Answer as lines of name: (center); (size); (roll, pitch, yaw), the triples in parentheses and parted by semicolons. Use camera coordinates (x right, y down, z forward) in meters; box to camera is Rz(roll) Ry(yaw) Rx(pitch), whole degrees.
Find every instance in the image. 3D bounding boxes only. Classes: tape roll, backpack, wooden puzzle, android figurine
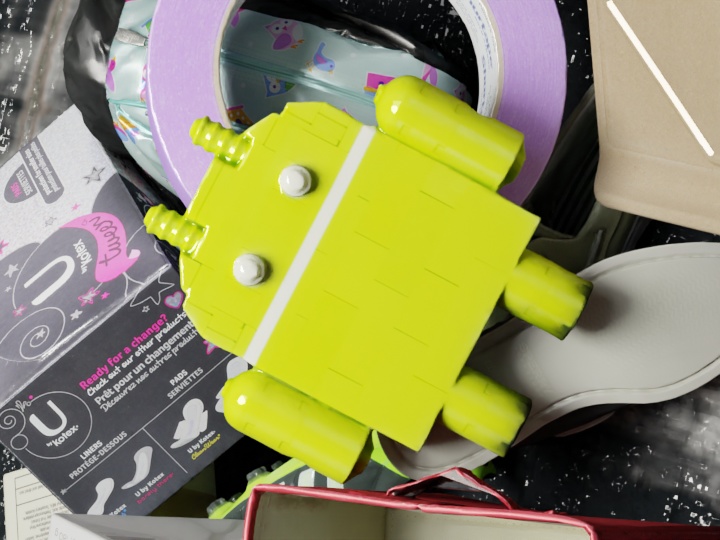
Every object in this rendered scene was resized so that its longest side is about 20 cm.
tape roll: (-0.004, -0.093, 1.361); (0.199, 0.066, 0.201); (0, 86, -4)
backpack: (-0.039, -0.083, 1.475); (0.199, 0.167, 0.127); (17, 91, 26)
wooden puzzle: (0.171, -0.115, 1.256); (0.185, 0.037, 0.201); (16, 114, 48)
android figurine: (0.000, 0.000, 1.302); (0.199, 0.041, 0.183); (29, 91, -3)

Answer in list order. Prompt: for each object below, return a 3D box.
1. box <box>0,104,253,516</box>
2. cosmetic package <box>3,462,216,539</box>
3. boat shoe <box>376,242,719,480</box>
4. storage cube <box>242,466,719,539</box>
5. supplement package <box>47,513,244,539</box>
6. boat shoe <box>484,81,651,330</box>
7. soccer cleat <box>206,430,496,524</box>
box: (-0.142, 0.023, 1.498); (0.132, 0.115, 0.200); (-40, 35, 4)
cosmetic package: (-0.130, 0.200, 1.535); (0.105, 0.071, 0.201); (-16, 70, 35)
boat shoe: (0.101, 0.043, 1.353); (0.199, 0.060, 0.074); (-28, 90, 2)
storage cube: (0.057, 0.190, 1.276); (0.170, 0.180, 0.201); (4, 86, 28)
supplement package: (-0.089, 0.230, 1.378); (0.121, 0.119, 0.201); (16, 98, 53)
boat shoe: (0.097, -0.016, 1.394); (0.072, 0.062, 0.201); (37, 105, 39)
soccer cleat: (-0.015, 0.126, 1.461); (0.200, 0.067, 0.081); (-38, 81, 34)
